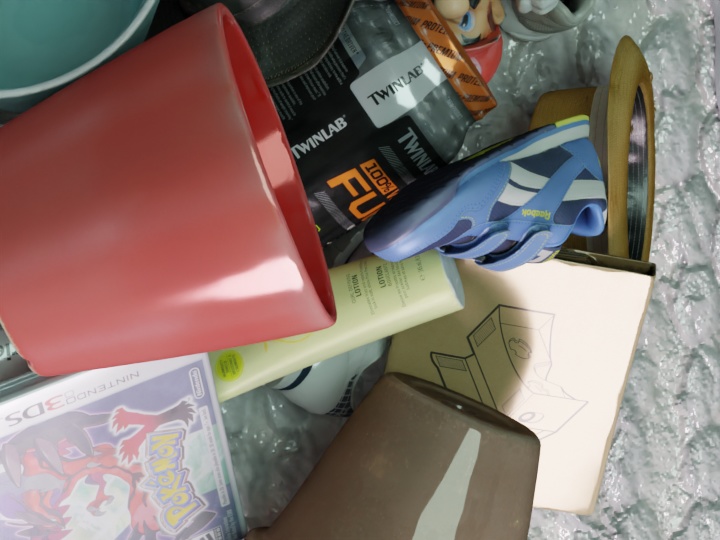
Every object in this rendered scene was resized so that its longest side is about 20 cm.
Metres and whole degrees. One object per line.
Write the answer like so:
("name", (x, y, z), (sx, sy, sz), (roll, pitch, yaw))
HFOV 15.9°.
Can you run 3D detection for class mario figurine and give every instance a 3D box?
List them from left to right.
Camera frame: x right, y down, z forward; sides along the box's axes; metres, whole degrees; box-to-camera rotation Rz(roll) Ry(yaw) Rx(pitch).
("mario figurine", (0.058, -0.217, 1.710), (0.106, 0.123, 0.201), (-9, 92, -52))

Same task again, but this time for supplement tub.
("supplement tub", (-0.020, -0.090, 1.647), (0.200, 0.123, 0.123), (-34, 108, 7))

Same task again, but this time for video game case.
("video game case", (-0.170, 0.131, 1.614), (0.182, 0.023, 0.200), (-21, 135, -12))

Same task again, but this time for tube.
("tube", (-0.033, 0.033, 1.655), (0.199, 0.058, 0.052), (-19, 110, 12))

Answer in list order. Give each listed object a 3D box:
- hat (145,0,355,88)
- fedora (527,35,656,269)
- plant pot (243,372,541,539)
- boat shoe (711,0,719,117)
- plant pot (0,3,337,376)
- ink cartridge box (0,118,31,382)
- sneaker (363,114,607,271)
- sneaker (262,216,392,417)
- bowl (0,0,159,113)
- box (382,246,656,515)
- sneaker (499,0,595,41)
("hat", (-0.082, -0.213, 1.608), (0.081, 0.200, 0.201), (34, 78, -57))
("fedora", (0.154, -0.062, 1.766), (0.082, 0.201, 0.201), (3, 93, 14))
("plant pot", (0.034, 0.167, 1.666), (0.200, 0.200, 0.175), (21, 95, -24))
("boat shoe", (0.293, -0.159, 1.854), (0.068, 0.057, 0.201), (-16, 100, -23))
("plant pot", (-0.127, -0.032, 1.498), (0.177, 0.200, 0.201), (-20, 103, 4))
("ink cartridge box", (-0.210, 0.005, 1.621), (0.146, 0.084, 0.201), (-9, 97, -23))
("sneaker", (0.087, -0.036, 1.612), (0.200, 0.074, 0.082), (-24, 96, -40))
("sneaker", (0.000, 0.000, 1.730), (0.080, 0.076, 0.200), (27, 90, -31))
("bowl", (-0.203, -0.177, 1.575), (0.200, 0.105, 0.201), (-2, 70, 6))
("box", (0.098, 0.069, 1.721), (0.163, 0.021, 0.201), (10, 120, -3))
("sneaker", (0.135, -0.258, 1.756), (0.075, 0.092, 0.201), (-7, 97, -25))
